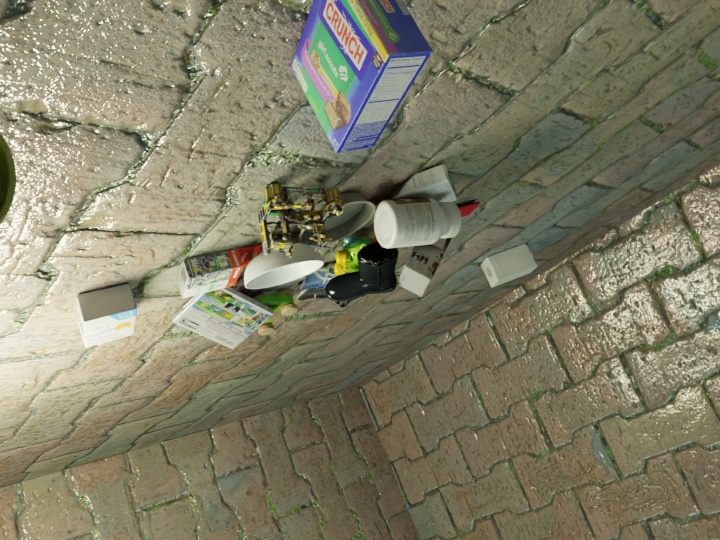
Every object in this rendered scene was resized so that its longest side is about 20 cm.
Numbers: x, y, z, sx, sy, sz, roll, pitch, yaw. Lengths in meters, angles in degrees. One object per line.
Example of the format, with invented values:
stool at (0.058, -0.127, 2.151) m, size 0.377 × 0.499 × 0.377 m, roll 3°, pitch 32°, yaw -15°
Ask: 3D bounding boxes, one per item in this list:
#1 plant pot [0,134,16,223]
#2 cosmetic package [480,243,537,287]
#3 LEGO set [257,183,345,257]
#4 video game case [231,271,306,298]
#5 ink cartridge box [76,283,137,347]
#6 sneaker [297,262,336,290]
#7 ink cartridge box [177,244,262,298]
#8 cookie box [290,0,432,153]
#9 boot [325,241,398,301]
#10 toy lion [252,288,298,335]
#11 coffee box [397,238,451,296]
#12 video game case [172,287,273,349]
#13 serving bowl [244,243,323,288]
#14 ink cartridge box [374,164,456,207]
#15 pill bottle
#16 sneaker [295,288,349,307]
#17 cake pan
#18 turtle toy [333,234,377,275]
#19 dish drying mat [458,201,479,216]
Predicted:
plant pot at (-0.540, -0.085, 0.775) m, size 0.198 × 0.203 × 0.184 m, roll -11°, pitch 170°, yaw -37°
cosmetic package at (0.610, -0.021, 2.613) m, size 0.197 × 0.114 × 0.081 m, roll -16°, pitch 161°, yaw -18°
LEGO set at (-0.124, -0.094, 1.332) m, size 0.198 × 0.117 × 0.154 m, roll 4°, pitch 152°, yaw -33°
video game case at (-0.271, 0.044, 1.731) m, size 0.199 × 0.036 × 0.181 m, roll -32°, pitch 161°, yaw 23°
ink cartridge box at (-0.580, 0.112, 1.456) m, size 0.114 × 0.069 × 0.200 m, roll -15°, pitch 160°, yaw -28°
sneaker at (-0.085, 0.022, 1.852) m, size 0.198 × 0.078 × 0.076 m, roll -18°, pitch 164°, yaw -15°
ink cartridge box at (-0.325, 0.000, 1.506) m, size 0.198 × 0.051 × 0.109 m, roll -14°, pitch 159°, yaw -30°
cookie box at (-0.009, -0.293, 0.878) m, size 0.074 × 0.173 × 0.200 m, roll -17°, pitch 161°, yaw -30°
boot at (0.000, 0.000, 1.620) m, size 0.197 × 0.077 × 0.169 m, roll -7°, pitch 147°, yaw 0°
toy lion at (-0.300, 0.120, 1.766) m, size 0.190 × 0.069 × 0.200 m, roll 6°, pitch 146°, yaw -44°
coffee box at (0.179, -0.049, 1.676) m, size 0.201 × 0.079 × 0.113 m, roll -61°, pitch 174°, yaw -25°
video game case at (-0.361, 0.119, 1.677) m, size 0.199 × 0.022 × 0.182 m, roll 32°, pitch 122°, yaw -34°
serving bowl at (-0.190, -0.019, 1.536) m, size 0.197 × 0.067 × 0.200 m, roll -17°, pitch 170°, yaw -3°
ink cartridge box at (0.136, -0.191, 1.608) m, size 0.197 × 0.058 × 0.162 m, roll -13°, pitch 166°, yaw 13°
pill bottle at (0.142, -0.119, 1.560) m, size 0.197 × 0.116 × 0.114 m, roll -6°, pitch 157°, yaw -27°
sneaker at (-0.095, 0.075, 1.955) m, size 0.198 × 0.100 × 0.071 m, roll -21°, pitch 165°, yaw -7°
cake pan at (-0.060, -0.124, 1.525) m, size 0.198 × 0.037 × 0.201 m, roll -23°, pitch 163°, yaw -7°
turtle toy at (0.001, -0.037, 1.748) m, size 0.143 × 0.103 × 0.200 m, roll 5°, pitch 157°, yaw -5°
dish drying mat at (0.255, -0.165, 1.869) m, size 0.198 × 0.018 × 0.077 m, roll -17°, pitch 162°, yaw -28°
